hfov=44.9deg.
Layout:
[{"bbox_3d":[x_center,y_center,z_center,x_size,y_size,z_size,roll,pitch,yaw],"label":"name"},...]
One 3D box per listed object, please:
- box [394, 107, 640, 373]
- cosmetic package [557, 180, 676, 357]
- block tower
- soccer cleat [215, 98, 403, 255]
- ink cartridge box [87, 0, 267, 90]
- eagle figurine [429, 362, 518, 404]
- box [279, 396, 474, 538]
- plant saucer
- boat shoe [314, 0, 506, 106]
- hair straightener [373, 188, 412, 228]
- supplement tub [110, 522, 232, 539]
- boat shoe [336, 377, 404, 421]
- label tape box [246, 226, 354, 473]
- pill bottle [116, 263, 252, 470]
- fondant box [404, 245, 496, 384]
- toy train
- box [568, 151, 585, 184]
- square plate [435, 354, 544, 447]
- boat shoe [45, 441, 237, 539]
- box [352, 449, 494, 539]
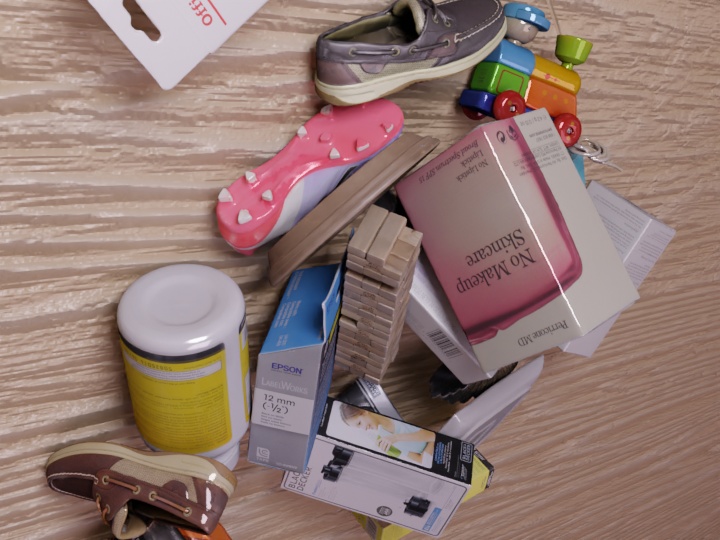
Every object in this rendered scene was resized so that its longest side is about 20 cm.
[{"bbox_3d":[0.142,-0.027,0.808,0.108,0.202,0.127,-21,174,-43],"label":"box"},{"bbox_3d":[0.299,0.000,1.134,0.084,0.108,0.201,13,114,-47],"label":"cosmetic package"},{"bbox_3d":[0.014,0.032,0.828,0.201,0.053,0.058,96,20,-52],"label":"block tower"},{"bbox_3d":[-0.045,-0.088,0.797,0.199,0.067,0.077,-37,159,-14],"label":"soccer cleat"},{"bbox_3d":[-0.106,-0.239,0.606,0.200,0.068,0.115,-44,140,-5],"label":"ink cartridge box"},{"bbox_3d":[0.154,0.065,1.024,0.150,0.150,0.203,19,78,-31],"label":"eagle figurine"},{"bbox_3d":[0.017,0.223,0.992,0.198,0.060,0.117,20,131,-4],"label":"box"},{"bbox_3d":[-0.011,-0.060,0.787,0.200,0.030,0.200,-40,-178,2],"label":"plant saucer"},{"bbox_3d":[0.049,-0.207,0.768,0.199,0.073,0.065,-29,142,-21],"label":"boat shoe"},{"bbox_3d":[0.000,0.000,0.926,0.076,0.041,0.202,-5,129,-39],"label":"hair straightener"},{"bbox_3d":[-0.232,0.337,0.918,0.200,0.122,0.123,-43,140,-7],"label":"supplement tub"},{"bbox_3d":[0.022,0.198,1.071,0.068,0.074,0.200,-34,146,-3],"label":"boat shoe"},{"bbox_3d":[-0.057,0.071,0.846,0.065,0.144,0.202,11,122,4],"label":"label tape box"},{"bbox_3d":[-0.157,0.103,0.804,0.111,0.112,0.202,-21,134,-28],"label":"pill bottle"},{"bbox_3d":[0.128,-0.005,0.911,0.200,0.144,0.058,-48,-172,-27],"label":"fondant box"},{"bbox_3d":[0.207,-0.185,0.889,0.198,0.085,0.117,15,99,-23],"label":"toy train"},{"bbox_3d":[0.222,-0.069,1.027,0.049,0.082,0.201,-38,140,-16],"label":"box"},{"bbox_3d":[0.134,0.203,1.090,0.197,0.028,0.201,-24,154,-44],"label":"square plate"},{"bbox_3d":[-0.209,0.205,0.785,0.072,0.197,0.073,68,31,-48],"label":"boat shoe"},{"bbox_3d":[0.089,0.307,1.220,0.198,0.075,0.051,-20,135,-30],"label":"box"}]
